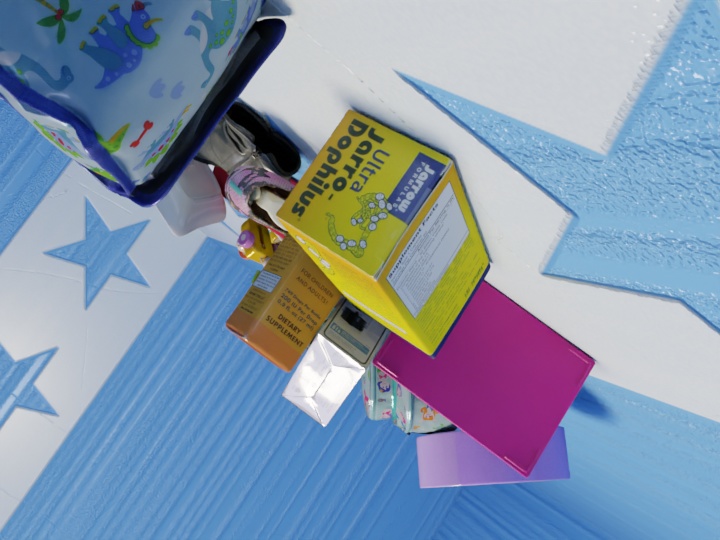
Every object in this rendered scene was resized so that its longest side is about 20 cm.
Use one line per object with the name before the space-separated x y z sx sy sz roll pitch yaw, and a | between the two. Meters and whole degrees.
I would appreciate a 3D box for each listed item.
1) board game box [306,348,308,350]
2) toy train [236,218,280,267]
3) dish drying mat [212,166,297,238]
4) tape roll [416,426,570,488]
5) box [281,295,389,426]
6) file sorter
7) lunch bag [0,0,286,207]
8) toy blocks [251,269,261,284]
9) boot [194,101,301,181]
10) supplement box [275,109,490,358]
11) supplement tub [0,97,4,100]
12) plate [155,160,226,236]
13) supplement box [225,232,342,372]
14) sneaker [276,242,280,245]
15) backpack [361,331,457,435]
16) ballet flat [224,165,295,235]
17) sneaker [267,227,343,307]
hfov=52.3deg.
board game box | -0.065 0.078 1.325 0.200 0.133 0.029 45 151 30
toy train | -0.123 -0.021 1.065 0.150 0.055 0.202 45 -152 -27
dish drying mat | -0.121 -0.098 0.978 0.198 0.078 0.018 33 -159 22
tape roll | 0.172 0.247 0.964 0.194 0.068 0.201 -3 164 -1
box | -0.001 0.058 0.810 0.059 0.201 0.118 33 131 1
file sorter | 0.128 0.105 0.824 0.198 0.141 0.126 35 173 5
lunch bag | -0.139 -0.142 0.483 0.126 0.172 0.200 36 171 -2
toy blocks | -0.103 0.035 1.247 0.134 0.204 0.100 13 159 38
boot | -0.151 -0.161 0.844 0.198 0.068 0.131 37 159 0
supplement box | 0.030 -0.023 0.639 0.108 0.110 0.200 30 169 28
supplement tub | -0.430 -0.299 0.883 0.143 0.146 0.200 35 172 -1
plate | -0.240 -0.147 0.922 0.203 0.032 0.200 60 -169 -5
supplement box | -0.048 -0.005 0.733 0.066 0.203 0.068 38 167 -26
sneaker | -0.104 -0.020 1.162 0.199 0.072 0.097 40 -154 24
backpack | 0.073 0.130 0.982 0.146 0.183 0.200 0 175 -8
ballet flat | -0.057 -0.054 0.800 0.197 0.070 0.071 22 -161 -36
sneaker | -0.073 -0.039 1.021 0.203 0.073 0.081 60 -170 11
